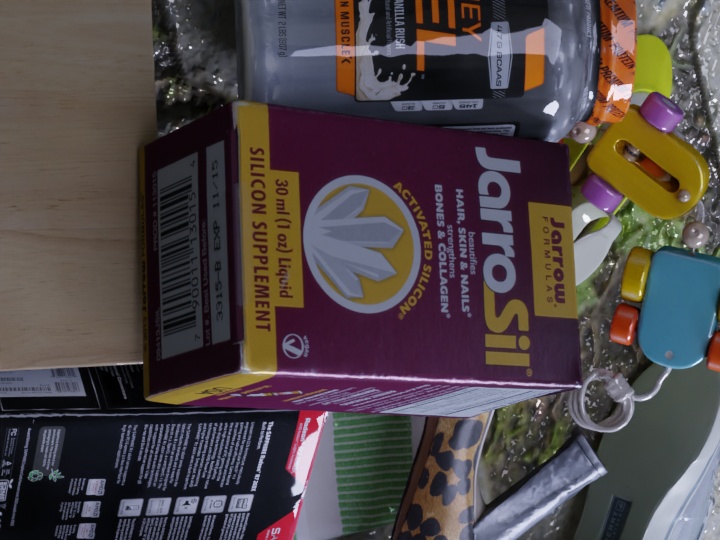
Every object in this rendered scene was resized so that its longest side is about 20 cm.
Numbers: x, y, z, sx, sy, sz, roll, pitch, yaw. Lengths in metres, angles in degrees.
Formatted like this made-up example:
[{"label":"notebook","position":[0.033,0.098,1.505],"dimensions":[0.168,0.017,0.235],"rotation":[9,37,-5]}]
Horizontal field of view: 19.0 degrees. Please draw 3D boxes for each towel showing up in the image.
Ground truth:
[{"label":"towel","position":[-0.035,0.086,1.212],"dimensions":[0.199,0.023,0.153],"rotation":[-11,107,-28]}]

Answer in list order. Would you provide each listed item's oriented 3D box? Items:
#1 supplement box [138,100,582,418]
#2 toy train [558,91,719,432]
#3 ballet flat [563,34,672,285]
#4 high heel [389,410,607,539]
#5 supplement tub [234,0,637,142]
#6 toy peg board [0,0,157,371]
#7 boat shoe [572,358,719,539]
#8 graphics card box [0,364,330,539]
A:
[{"label":"supplement box","position":[0.000,0.000,1.057],"dimensions":[0.199,0.103,0.132],"rotation":[4,77,-33]},{"label":"toy train","position":[0.133,-0.020,1.195],"dimensions":[0.150,0.056,0.201],"rotation":[-26,92,22]},{"label":"ballet flat","position":[0.137,-0.048,1.253],"dimensions":[0.200,0.067,0.067],"rotation":[-53,127,-9]},{"label":"high heel","position":[0.023,0.075,1.186],"dimensions":[0.142,0.071,0.200],"rotation":[-36,86,4]},{"label":"supplement tub","position":[0.036,-0.121,1.111],"dimensions":[0.199,0.123,0.123],"rotation":[-3,104,-6]},{"label":"toy peg board","position":[-0.209,-0.049,1.053],"dimensions":[0.199,0.098,0.200],"rotation":[-2,87,-31]},{"label":"boat shoe","position":[0.182,0.145,1.333],"dimensions":[0.071,0.070,0.202],"rotation":[26,86,-51]},{"label":"graphics card box","position":[-0.126,0.105,1.107],"dimensions":[0.199,0.051,0.126],"rotation":[-1,128,-22]}]
